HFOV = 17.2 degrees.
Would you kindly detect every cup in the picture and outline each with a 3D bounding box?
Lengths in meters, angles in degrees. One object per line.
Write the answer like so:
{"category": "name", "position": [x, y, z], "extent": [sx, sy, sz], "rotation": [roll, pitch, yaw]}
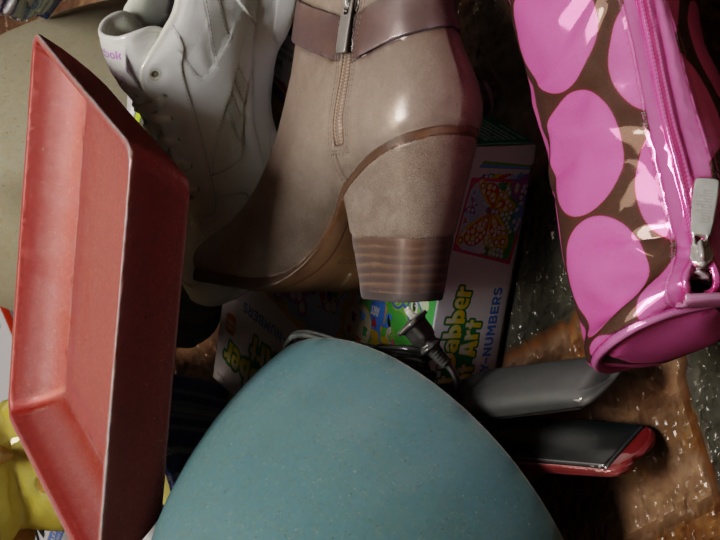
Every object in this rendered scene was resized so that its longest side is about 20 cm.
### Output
{"category": "cup", "position": [-0.182, -0.057, 1.352], "extent": [0.200, 0.142, 0.202], "rotation": [7, 98, 59]}

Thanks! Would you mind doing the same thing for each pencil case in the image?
{"category": "pencil case", "position": [0.107, -0.066, 0.917], "extent": [0.094, 0.090, 0.201], "rotation": [64, -169, -76]}

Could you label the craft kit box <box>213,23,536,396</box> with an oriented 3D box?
{"category": "craft kit box", "position": [0.000, 0.000, 1.148], "extent": [0.200, 0.048, 0.199], "rotation": [36, 126, 53]}

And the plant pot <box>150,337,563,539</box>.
{"category": "plant pot", "position": [-0.019, 0.150, 1.026], "extent": [0.200, 0.135, 0.201], "rotation": [32, 142, 29]}

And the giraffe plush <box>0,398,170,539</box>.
{"category": "giraffe plush", "position": [-0.175, 0.110, 1.267], "extent": [0.173, 0.161, 0.201], "rotation": [58, 172, 44]}

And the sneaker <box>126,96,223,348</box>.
{"category": "sneaker", "position": [-0.086, -0.060, 1.241], "extent": [0.081, 0.074, 0.201], "rotation": [-10, 75, 53]}

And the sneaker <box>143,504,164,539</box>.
{"category": "sneaker", "position": [-0.102, 0.190, 1.202], "extent": [0.200, 0.088, 0.076], "rotation": [70, -174, -54]}

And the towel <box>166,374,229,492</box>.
{"category": "towel", "position": [-0.063, 0.149, 1.179], "extent": [0.145, 0.024, 0.201], "rotation": [26, -135, -77]}

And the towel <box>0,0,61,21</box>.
{"category": "towel", "position": [-0.141, -0.191, 1.238], "extent": [0.147, 0.024, 0.200], "rotation": [-53, 5, 2]}

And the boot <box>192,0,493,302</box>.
{"category": "boot", "position": [-0.014, -0.063, 1.059], "extent": [0.199, 0.070, 0.147], "rotation": [3, 96, 51]}

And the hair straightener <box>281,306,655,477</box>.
{"category": "hair straightener", "position": [0.034, 0.044, 1.029], "extent": [0.199, 0.041, 0.077], "rotation": [3, 123, 46]}

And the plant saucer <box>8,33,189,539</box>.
{"category": "plant saucer", "position": [-0.120, 0.011, 1.089], "extent": [0.200, 0.036, 0.201], "rotation": [-134, 47, -63]}

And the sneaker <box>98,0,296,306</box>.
{"category": "sneaker", "position": [-0.086, -0.081, 1.148], "extent": [0.075, 0.099, 0.201], "rotation": [23, 114, 55]}

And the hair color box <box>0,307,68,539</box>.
{"category": "hair color box", "position": [-0.180, 0.118, 1.443], "extent": [0.200, 0.064, 0.111], "rotation": [61, 142, 38]}
